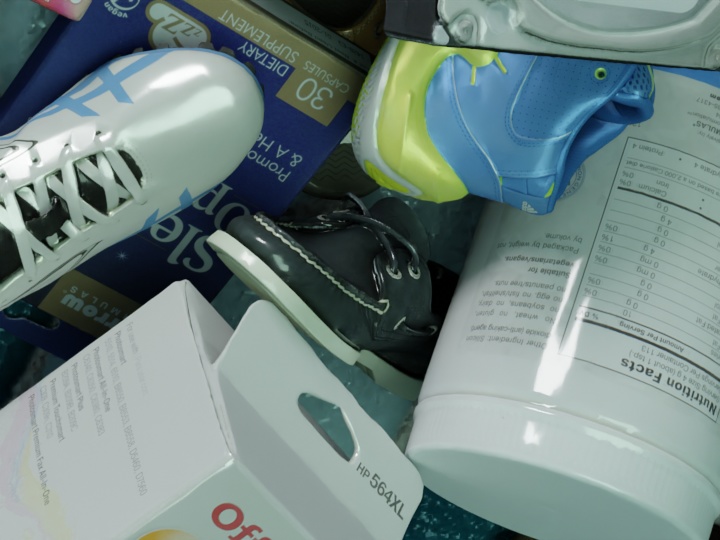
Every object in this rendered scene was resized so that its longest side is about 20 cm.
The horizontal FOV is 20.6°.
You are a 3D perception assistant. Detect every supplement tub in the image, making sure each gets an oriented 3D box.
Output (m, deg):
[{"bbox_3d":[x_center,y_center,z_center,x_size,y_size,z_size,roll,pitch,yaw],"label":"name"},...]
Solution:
[{"bbox_3d":[0.107,0.006,0.818,0.132,0.132,0.200,27,72,-22],"label":"supplement tub"}]

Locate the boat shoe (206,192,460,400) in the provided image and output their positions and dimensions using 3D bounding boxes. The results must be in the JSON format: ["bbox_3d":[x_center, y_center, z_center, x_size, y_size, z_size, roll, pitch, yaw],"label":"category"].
[{"bbox_3d":[0.002,0.002,0.817,0.066,0.074,0.199,-49,152,2],"label":"boat shoe"}]

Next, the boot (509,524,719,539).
[{"bbox_3d":[0.150,0.171,0.972,0.097,0.075,0.200,-42,108,16],"label":"boot"}]

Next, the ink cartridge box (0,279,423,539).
[{"bbox_3d":[-0.080,0.114,0.752,0.200,0.125,0.129,-36,121,8],"label":"ink cartridge box"}]

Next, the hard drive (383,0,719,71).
[{"bbox_3d":[0.084,-0.172,0.673,0.140,0.038,0.200,2,100,-34],"label":"hard drive"}]

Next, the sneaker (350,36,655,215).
[{"bbox_3d":[0.079,-0.109,0.771,0.105,0.076,0.200,24,84,11],"label":"sneaker"}]

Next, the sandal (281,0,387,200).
[{"bbox_3d":[-0.011,-0.123,0.819,0.082,0.055,0.200,0,110,-15],"label":"sandal"}]

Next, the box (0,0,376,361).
[{"bbox_3d":[-0.097,-0.037,0.813,0.121,0.032,0.200,29,118,-23],"label":"box"}]

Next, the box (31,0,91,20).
[{"bbox_3d":[-0.106,-0.208,0.737,0.095,0.100,0.200,25,102,-22],"label":"box"}]

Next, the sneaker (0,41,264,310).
[{"bbox_3d":[-0.125,-0.022,0.758,0.200,0.073,0.072,-25,121,10],"label":"sneaker"}]
